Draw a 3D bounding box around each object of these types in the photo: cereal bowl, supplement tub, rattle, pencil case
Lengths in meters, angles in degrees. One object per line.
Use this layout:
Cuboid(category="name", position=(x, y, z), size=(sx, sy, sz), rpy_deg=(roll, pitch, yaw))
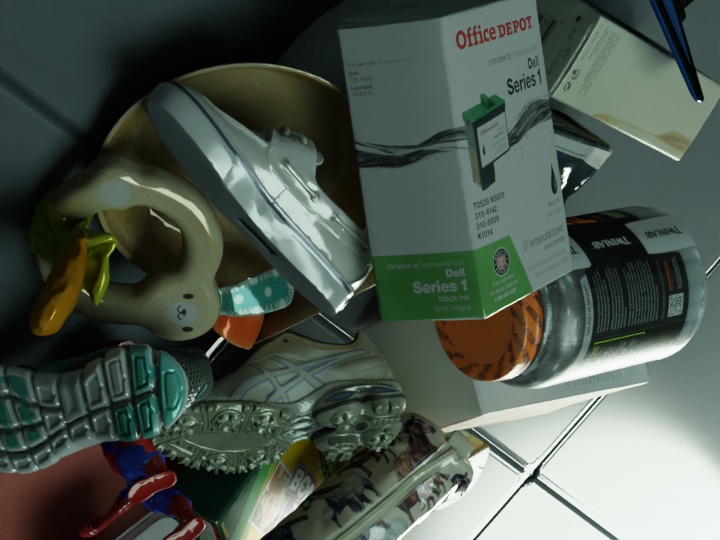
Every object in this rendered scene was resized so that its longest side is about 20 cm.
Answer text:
Cuboid(category="cereal bowl", position=(0.018, -0.099, 1.636), size=(0.200, 0.083, 0.201), rpy_deg=(-28, 141, -25))
Cuboid(category="supplement tub", position=(0.158, 0.021, 1.722), size=(0.199, 0.122, 0.123), rpy_deg=(-10, 130, -43))
Cuboid(category="rattle", position=(-0.124, 0.024, 1.508), size=(0.130, 0.143, 0.200), rpy_deg=(-43, 121, 4))
Cuboid(category="pencil case", position=(-0.005, 0.188, 1.706), size=(0.200, 0.089, 0.078), rpy_deg=(-38, 105, -21))

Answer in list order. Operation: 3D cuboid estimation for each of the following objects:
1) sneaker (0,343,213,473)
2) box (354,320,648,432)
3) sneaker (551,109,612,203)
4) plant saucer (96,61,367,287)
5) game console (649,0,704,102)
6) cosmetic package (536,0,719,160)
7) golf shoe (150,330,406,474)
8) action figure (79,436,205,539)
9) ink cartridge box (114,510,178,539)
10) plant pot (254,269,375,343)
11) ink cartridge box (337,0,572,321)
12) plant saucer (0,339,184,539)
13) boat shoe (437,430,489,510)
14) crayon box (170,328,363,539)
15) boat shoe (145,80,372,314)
Cuboid(category="sneaker", position=(-0.185, 0.089, 1.542), size=(0.091, 0.199, 0.078), rpy_deg=(-17, 98, -62))
Cuboid(category="box", position=(0.115, 0.070, 1.838), size=(0.199, 0.098, 0.124), rpy_deg=(-7, 170, -42))
Cuboid(category="sneaker", position=(0.116, -0.060, 1.757), size=(0.146, 0.077, 0.202), rpy_deg=(-53, 159, 8))
Cuboid(category="plant saucer", position=(-0.082, -0.069, 1.543), size=(0.199, 0.036, 0.201), rpy_deg=(-5, 132, -6))
Cuboid(category="game console", position=(0.242, -0.257, 1.654), size=(0.171, 0.118, 0.200), rpy_deg=(-41, 132, -11))
Cuboid(category="cosmetic package", position=(0.180, -0.158, 1.729), size=(0.200, 0.105, 0.071), rpy_deg=(20, 105, -51))
Cuboid(category="golf shoe", position=(-0.069, 0.091, 1.680), size=(0.199, 0.097, 0.078), rpy_deg=(-2, 140, -21))
Cuboid(category="action figure", position=(-0.173, 0.148, 1.544), size=(0.099, 0.200, 0.065), rpy_deg=(-29, 107, -6))
Cuboid(category="ink cartridge box", position=(-0.158, 0.289, 1.699), size=(0.083, 0.145, 0.200), rpy_deg=(-35, 168, -34))
Cuboid(category="plant pot", position=(0.000, 0.000, 1.672), size=(0.199, 0.028, 0.200), rpy_deg=(-26, -179, 0))
Cuboid(category="ink cartridge box", position=(0.065, -0.080, 1.520), size=(0.146, 0.084, 0.201), rpy_deg=(-26, 110, -57))
Cuboid(category="plant saucer", position=(-0.217, 0.154, 1.670), size=(0.200, 0.037, 0.200), rpy_deg=(-42, 144, -9))
Cuboid(category="boat shoe", position=(0.029, 0.166, 1.850), size=(0.200, 0.063, 0.073), rpy_deg=(-20, 138, -52))
Cuboid(category="crayon box", position=(-0.065, 0.174, 1.784), size=(0.173, 0.058, 0.200), rpy_deg=(-52, 151, -26))
Cuboid(category="boat shoe", position=(-0.058, -0.061, 1.491), size=(0.070, 0.071, 0.200), rpy_deg=(-48, 114, -14))
